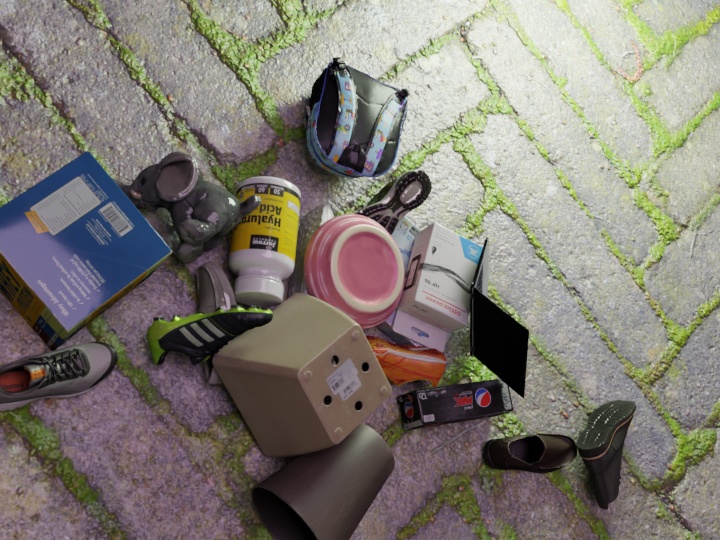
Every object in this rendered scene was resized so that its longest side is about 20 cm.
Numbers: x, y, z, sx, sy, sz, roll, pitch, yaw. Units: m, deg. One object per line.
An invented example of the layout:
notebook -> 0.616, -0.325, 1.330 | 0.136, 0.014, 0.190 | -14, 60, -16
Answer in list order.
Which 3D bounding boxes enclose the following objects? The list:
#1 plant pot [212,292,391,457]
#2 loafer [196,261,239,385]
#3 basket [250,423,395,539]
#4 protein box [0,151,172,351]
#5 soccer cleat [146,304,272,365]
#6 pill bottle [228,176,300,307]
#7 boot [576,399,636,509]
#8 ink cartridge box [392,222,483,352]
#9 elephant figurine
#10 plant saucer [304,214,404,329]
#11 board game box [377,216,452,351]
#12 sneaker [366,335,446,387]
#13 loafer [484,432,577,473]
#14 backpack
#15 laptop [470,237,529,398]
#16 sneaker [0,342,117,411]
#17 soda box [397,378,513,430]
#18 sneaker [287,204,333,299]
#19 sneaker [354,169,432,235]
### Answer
plant pot -> -0.072, 0.170, 1.419 | 0.200, 0.177, 0.200 | -38, 113, -31
loafer -> -0.236, 0.084, 1.456 | 0.070, 0.070, 0.201 | -7, 77, -38
basket -> -0.048, 0.342, 1.436 | 0.200, 0.136, 0.181 | -43, 109, -35
protein box -> -0.432, -0.028, 1.351 | 0.199, 0.135, 0.200 | 50, 58, -5
soccer cleat -> -0.229, 0.100, 1.398 | 0.199, 0.068, 0.081 | -10, 86, 5
pill bottle -> -0.161, -0.046, 1.514 | 0.111, 0.111, 0.201 | 12, 68, -24
boot -> 0.486, 0.352, 1.761 | 0.200, 0.077, 0.139 | -32, 110, -42
ink cartridge box -> 0.140, 0.032, 1.621 | 0.116, 0.068, 0.200 | 25, 65, -19
elephant figurine -> -0.297, -0.125, 1.458 | 0.200, 0.142, 0.155 | 51, 43, 6
plant saucer -> 0.000, 0.000, 1.551 | 0.200, 0.051, 0.201 | 7, 78, -33
board game box -> 0.098, 0.035, 1.663 | 0.200, 0.043, 0.199 | 39, 59, -11
sneaker -> 0.050, 0.162, 1.576 | 0.199, 0.073, 0.077 | 14, 104, -7
loafer -> 0.325, 0.335, 1.666 | 0.200, 0.071, 0.073 | 0, 74, -28
backpack -> -0.017, -0.252, 1.644 | 0.182, 0.134, 0.200 | 20, 65, -21
laptop -> 0.255, 0.083, 1.609 | 0.116, 0.188, 0.200 | 10, 48, 15
sneaker -> -0.447, 0.151, 1.318 | 0.200, 0.079, 0.074 | -17, 80, -32
soda box -> 0.170, 0.237, 1.617 | 0.200, 0.071, 0.064 | -3, 74, -29
sneaker -> -0.071, -0.016, 1.582 | 0.080, 0.076, 0.201 | 18, 73, -30
sneaker -> 0.038, -0.111, 1.669 | 0.200, 0.089, 0.077 | -38, 110, -9
